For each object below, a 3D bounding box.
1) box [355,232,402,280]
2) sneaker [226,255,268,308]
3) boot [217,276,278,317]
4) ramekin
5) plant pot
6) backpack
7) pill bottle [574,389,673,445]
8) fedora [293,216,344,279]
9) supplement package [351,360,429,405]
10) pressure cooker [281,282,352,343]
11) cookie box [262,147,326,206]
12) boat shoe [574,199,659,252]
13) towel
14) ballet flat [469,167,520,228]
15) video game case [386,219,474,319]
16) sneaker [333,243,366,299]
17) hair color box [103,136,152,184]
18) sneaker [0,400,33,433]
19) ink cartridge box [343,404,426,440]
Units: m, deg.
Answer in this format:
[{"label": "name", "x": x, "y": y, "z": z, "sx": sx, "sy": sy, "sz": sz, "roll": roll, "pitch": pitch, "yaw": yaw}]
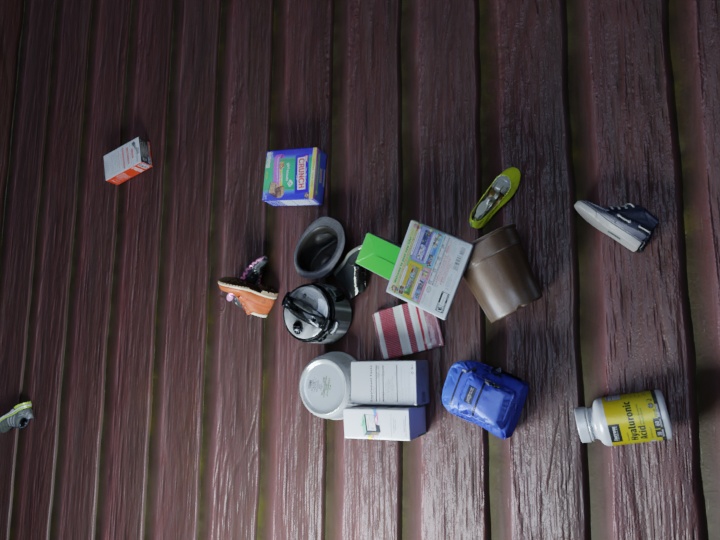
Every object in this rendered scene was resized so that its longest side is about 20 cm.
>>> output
[{"label": "box", "x": 0.117, "y": -0.018, "z": 1.546, "sx": 0.198, "sy": 0.176, "sz": 0.098, "roll": 27, "pitch": 96, "yaw": 25}, {"label": "sneaker", "x": -0.359, "y": 0.043, "z": 1.835, "sx": 0.095, "sy": 0.079, "sz": 0.201, "roll": 38, "pitch": 100, "yaw": 0}, {"label": "boot", "x": -0.376, "y": 0.089, "z": 1.777, "sx": 0.109, "sy": 0.197, "sz": 0.075, "roll": -65, "pitch": 20, "yaw": 15}, {"label": "ramekin", "x": -0.089, "y": 0.346, "z": 1.634, "sx": 0.196, "sy": 0.105, "sz": 0.205, "roll": -4, "pitch": 82, "yaw": 25}, {"label": "plant pot", "x": 0.360, "y": 0.015, "z": 1.427, "sx": 0.198, "sy": 0.200, "sz": 0.201, "roll": -29, "pitch": 79, "yaw": 19}, {"label": "backpack", "x": 0.312, "y": 0.317, "z": 1.415, "sx": 0.197, "sy": 0.167, "sz": 0.165, "roll": 22, "pitch": 85, "yaw": 30}, {"label": "pill bottle", "x": 0.617, "y": 0.352, "z": 1.292, "sx": 0.197, "sy": 0.111, "sz": 0.114, "roll": -16, "pitch": 76, "yaw": 23}, {"label": "fedora", "x": -0.114, "y": -0.055, "z": 1.702, "sx": 0.175, "sy": 0.090, "sz": 0.203, "roll": 21, "pitch": 79, "yaw": 34}, {"label": "supplement package", "x": 0.085, "y": 0.316, "z": 1.545, "sx": 0.196, "sy": 0.121, "sz": 0.123, "roll": -5, "pitch": 79, "yaw": 25}, {"label": "pressure cooker", "x": -0.132, "y": 0.131, "z": 1.632, "sx": 0.173, "sy": 0.199, "sz": 0.182, "roll": -20, "pitch": 74, "yaw": 22}, {"label": "cookie box", "x": -0.217, "y": -0.306, "z": 1.803, "sx": 0.196, "sy": 0.075, "sz": 0.175, "roll": 1, "pitch": 83, "yaw": 25}, {"label": "boat shoe", "x": 0.646, "y": -0.138, "z": 1.375, "sx": 0.199, "sy": 0.075, "sz": 0.093, "roll": 40, "pitch": 93, "yaw": 17}, {"label": "towel", "x": 0.138, "y": 0.170, "z": 1.597, "sx": 0.197, "sy": 0.023, "sz": 0.147, "roll": -18, "pitch": 77, "yaw": 24}, {"label": "ballet flat", "x": 0.370, "y": -0.203, "z": 1.512, "sx": 0.067, "sy": 0.067, "sz": 0.201, "roll": 42, "pitch": 101, "yaw": 25}, {"label": "video game case", "x": 0.175, "y": -0.004, "z": 1.399, "sx": 0.180, "sy": 0.022, "sz": 0.204, "roll": 25, "pitch": 102, "yaw": 27}, {"label": "sneaker", "x": 0.000, "y": 0.000, "z": 1.634, "sx": 0.107, "sy": 0.074, "sz": 0.200, "roll": 58, "pitch": 142, "yaw": 13}, {"label": "hair color box", "x": -0.921, "y": -0.432, "z": 2.165, "sx": 0.197, "sy": 0.064, "sz": 0.113, "roll": -19, "pitch": 74, "yaw": 23}, {"label": "sneaker", "x": -1.424, "y": 0.621, "z": 2.255, "sx": 0.199, "sy": 0.074, "sz": 0.082, "roll": -38, "pitch": 72, "yaw": 18}, {"label": "ink cartridge box", "x": 0.068, "y": 0.420, "z": 1.525, "sx": 0.196, "sy": 0.144, "sz": 0.086, "roll": -5, "pitch": 80, "yaw": 24}]
